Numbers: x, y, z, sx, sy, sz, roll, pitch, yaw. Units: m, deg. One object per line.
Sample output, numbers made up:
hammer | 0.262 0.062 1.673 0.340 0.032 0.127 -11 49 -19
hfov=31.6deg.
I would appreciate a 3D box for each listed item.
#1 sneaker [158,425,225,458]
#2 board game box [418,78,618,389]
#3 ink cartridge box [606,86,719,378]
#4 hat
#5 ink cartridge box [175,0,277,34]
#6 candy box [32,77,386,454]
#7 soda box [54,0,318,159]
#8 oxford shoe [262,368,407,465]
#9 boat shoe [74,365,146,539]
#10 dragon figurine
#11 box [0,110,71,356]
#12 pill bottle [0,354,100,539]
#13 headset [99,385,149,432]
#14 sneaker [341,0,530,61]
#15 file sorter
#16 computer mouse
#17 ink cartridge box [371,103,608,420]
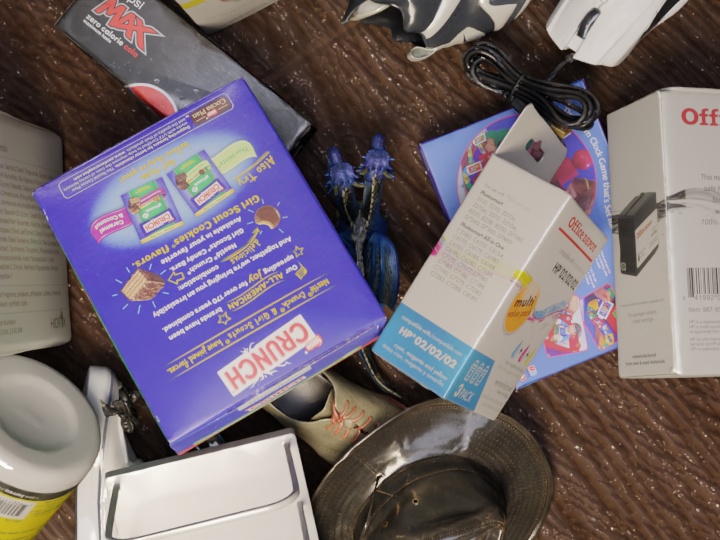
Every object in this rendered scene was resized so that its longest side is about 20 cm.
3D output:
sneaker | -0.121 0.198 0.955 0.082 0.073 0.200 -19 98 -20
board game box | 0.143 -0.027 0.978 0.134 0.045 0.200 -21 90 1
ink cartridge box | 0.264 -0.023 0.927 0.145 0.084 0.201 0 84 -18
hat | 0.058 0.197 0.938 0.200 0.081 0.201 -4 110 -10
ink cartridge box | -0.121 -0.264 0.905 0.083 0.200 0.145 -26 90 2
candy box | -0.103 -0.002 0.881 0.169 0.077 0.200 -29 78 -6
soda box | -0.132 -0.146 0.975 0.200 0.063 0.071 39 91 1
oxford shoe | -0.013 0.118 0.968 0.200 0.075 0.071 30 89 -2
boat shoe | -0.187 0.173 0.984 0.065 0.074 0.201 1 94 -14
dragon figurine | 0.000 0.000 0.955 0.059 0.099 0.201 -1 91 2
box | -0.332 -0.022 0.914 0.198 0.200 0.172 -3 89 3
pill bottle | -0.285 0.163 0.933 0.112 0.112 0.200 43 118 1
headset | -0.132 0.025 0.963 0.123 0.094 0.200 24 62 5
sneaker | 0.023 -0.248 0.961 0.129 0.079 0.199 -35 100 -7
file sorter | -0.088 0.236 0.877 0.138 0.125 0.200 -13 103 -5
computer mouse | 0.178 -0.192 0.951 0.110 0.044 0.200 37 77 25
ink cartridge box | 0.105 -0.003 0.892 0.068 0.115 0.200 32 91 27
